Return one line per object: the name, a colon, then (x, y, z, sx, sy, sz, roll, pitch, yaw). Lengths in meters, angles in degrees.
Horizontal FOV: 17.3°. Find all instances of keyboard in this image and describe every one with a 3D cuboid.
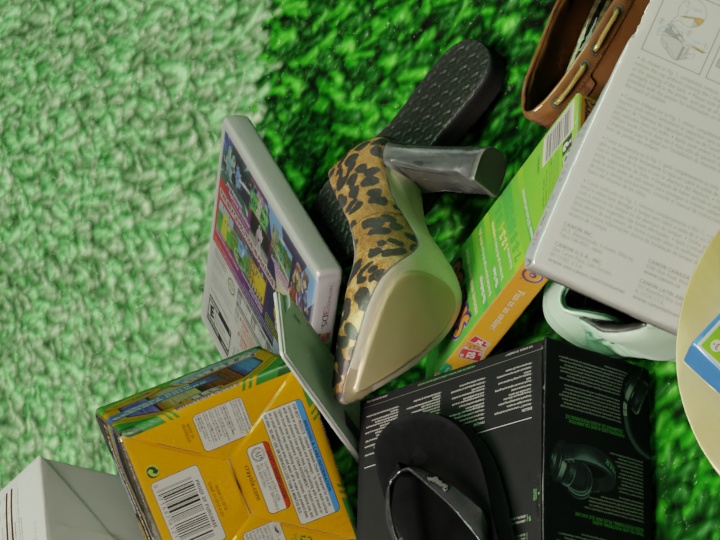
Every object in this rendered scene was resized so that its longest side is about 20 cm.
keyboard: (-0.007, 0.094, 1.490, 0.011, 0.200, 0.056, -18, 43, 18)

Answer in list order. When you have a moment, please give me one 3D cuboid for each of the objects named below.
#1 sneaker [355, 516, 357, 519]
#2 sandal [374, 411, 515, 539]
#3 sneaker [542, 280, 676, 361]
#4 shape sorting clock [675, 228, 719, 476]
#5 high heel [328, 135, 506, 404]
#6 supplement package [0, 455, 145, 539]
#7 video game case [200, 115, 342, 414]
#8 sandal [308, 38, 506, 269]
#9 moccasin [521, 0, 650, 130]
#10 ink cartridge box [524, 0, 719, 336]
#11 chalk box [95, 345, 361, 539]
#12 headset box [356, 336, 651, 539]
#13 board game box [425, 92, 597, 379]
sneaker: (-0.021, 0.215, 1.520, 0.075, 0.106, 0.200, -60, 36, 18)
sandal: (0.052, 0.153, 1.342, 0.076, 0.043, 0.200, -52, 41, 25)
sneaker: (0.146, 0.010, 1.373, 0.200, 0.118, 0.074, 7, 83, 56)
shape sorting clock: (0.260, 0.042, 1.198, 0.200, 0.039, 0.200, -2, 81, 13)
high heel: (0.000, 0.000, 1.527, 0.142, 0.071, 0.200, 4, 57, 46)
supplement package: (-0.192, 0.256, 1.663, 0.200, 0.191, 0.147, -41, 45, 37)
video game case: (-0.066, 0.017, 1.681, 0.200, 0.023, 0.182, -121, 32, -48)
sandal: (0.035, -0.068, 1.629, 0.200, 0.048, 0.075, -48, 39, 12)
moccasin: (0.149, -0.184, 1.487, 0.074, 0.078, 0.202, 28, 98, 57)
ink cartridge box: (0.199, -0.061, 1.249, 0.057, 0.162, 0.200, 178, 116, -86)
chalk box: (-0.091, 0.129, 1.539, 0.200, 0.124, 0.125, -163, 52, -78)
headset box: (0.084, 0.163, 1.412, 0.174, 0.093, 0.200, -23, 58, 47)
board game box: (0.095, -0.012, 1.485, 0.200, 0.030, 0.096, -51, 22, 41)
